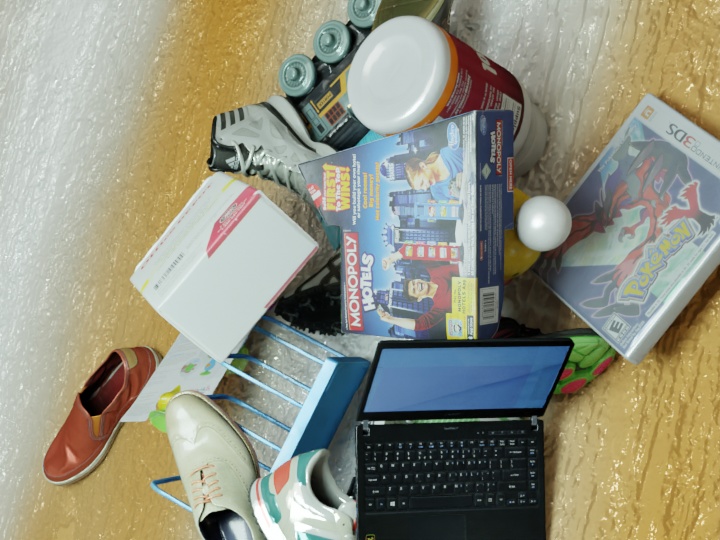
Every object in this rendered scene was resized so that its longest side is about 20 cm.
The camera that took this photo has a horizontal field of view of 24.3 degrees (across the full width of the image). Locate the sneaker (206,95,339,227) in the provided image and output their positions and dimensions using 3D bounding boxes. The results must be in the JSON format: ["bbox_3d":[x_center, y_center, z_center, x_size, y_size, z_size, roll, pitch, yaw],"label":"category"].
[{"bbox_3d":[-0.089,-0.098,1.700,0.201,0.115,0.076,48,143,38],"label":"sneaker"}]

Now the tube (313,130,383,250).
[{"bbox_3d":[0.019,-0.115,1.731,0.200,0.050,0.078,-46,48,24],"label":"tube"}]

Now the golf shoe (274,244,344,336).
[{"bbox_3d":[0.000,0.000,1.698,0.200,0.078,0.095,-23,44,30],"label":"golf shoe"}]

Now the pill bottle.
[{"bbox_3d":[0.088,-0.155,1.581,0.113,0.200,0.113,-14,67,35],"label":"pill bottle"}]

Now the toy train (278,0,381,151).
[{"bbox_3d":[0.002,-0.210,1.757,0.200,0.085,0.114,-43,65,18],"label":"toy train"}]

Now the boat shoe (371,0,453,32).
[{"bbox_3d":[0.051,-0.224,1.665,0.072,0.066,0.201,2,59,37],"label":"boat shoe"}]

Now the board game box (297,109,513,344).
[{"bbox_3d":[0.038,-0.043,1.488,0.200,0.062,0.201,5,97,39],"label":"board game box"}]

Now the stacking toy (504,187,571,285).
[{"bbox_3d":[0.116,-0.034,1.522,0.200,0.146,0.147,-13,66,57],"label":"stacking toy"}]

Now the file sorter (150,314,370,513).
[{"bbox_3d":[-0.100,0.152,1.646,0.122,0.139,0.200,28,94,13],"label":"file sorter"}]

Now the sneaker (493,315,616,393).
[{"bbox_3d":[0.136,0.070,1.544,0.199,0.077,0.084,-6,53,23],"label":"sneaker"}]

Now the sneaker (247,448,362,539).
[{"bbox_3d":[-0.019,0.252,1.499,0.093,0.070,0.200,-38,72,22],"label":"sneaker"}]

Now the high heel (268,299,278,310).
[{"bbox_3d":[-0.142,0.025,1.770,0.096,0.067,0.200,-48,20,7],"label":"high heel"}]

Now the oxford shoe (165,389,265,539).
[{"bbox_3d":[-0.129,0.200,1.542,0.071,0.074,0.200,-32,78,11],"label":"oxford shoe"}]

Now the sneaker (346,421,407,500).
[{"bbox_3d":[0.013,0.233,1.566,0.079,0.078,0.201,-14,70,29],"label":"sneaker"}]

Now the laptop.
[{"bbox_3d":[0.091,0.160,1.451,0.103,0.177,0.201,168,102,-78],"label":"laptop"}]

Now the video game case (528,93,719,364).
[{"bbox_3d":[0.253,-0.041,1.501,0.200,0.023,0.182,-53,41,8],"label":"video game case"}]

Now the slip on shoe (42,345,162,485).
[{"bbox_3d":[-0.302,0.161,1.888,0.200,0.061,0.074,-50,53,17],"label":"slip on shoe"}]

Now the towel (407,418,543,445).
[{"bbox_3d":[0.078,0.202,1.588,0.153,0.023,0.200,39,101,40],"label":"towel"}]

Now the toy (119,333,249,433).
[{"bbox_3d":[-0.158,0.097,1.773,0.115,0.047,0.200,-8,34,38],"label":"toy"}]

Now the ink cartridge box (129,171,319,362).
[{"bbox_3d":[-0.134,-0.009,1.598,0.145,0.083,0.200,-51,18,-3],"label":"ink cartridge box"}]
